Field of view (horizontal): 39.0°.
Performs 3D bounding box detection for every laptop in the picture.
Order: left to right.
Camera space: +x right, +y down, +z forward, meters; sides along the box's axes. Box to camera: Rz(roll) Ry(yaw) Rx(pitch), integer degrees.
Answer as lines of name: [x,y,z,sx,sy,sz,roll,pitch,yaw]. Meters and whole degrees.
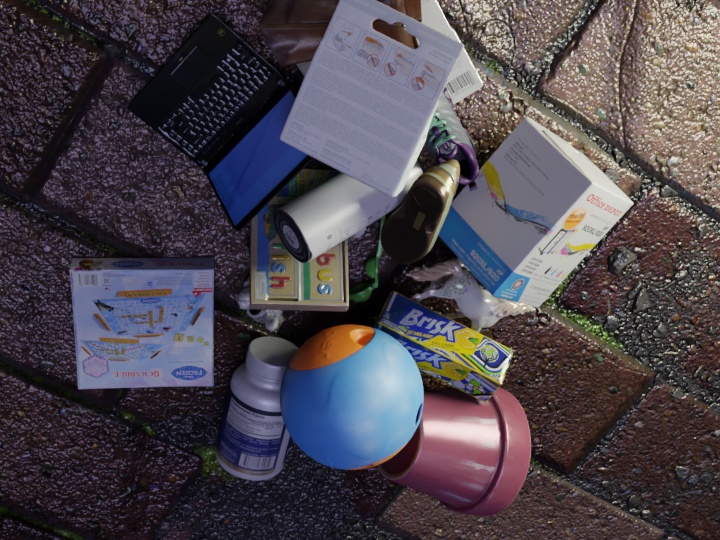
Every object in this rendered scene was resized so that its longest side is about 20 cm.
laptop: [-0.174,-0.186,1.297,0.200,0.103,0.177,39,112,-23]

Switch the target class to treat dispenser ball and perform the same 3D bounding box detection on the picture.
treat dispenser ball: [-0.012,0.176,1.411,0.200,0.201,0.202,-4,119,-7]

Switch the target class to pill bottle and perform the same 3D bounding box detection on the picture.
pill bottle: [-0.147,0.204,1.523,0.111,0.111,0.201,9,116,-14]

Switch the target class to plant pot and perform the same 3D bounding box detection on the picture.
plant pot: [0.125,0.260,1.524,0.179,0.200,0.200,13,116,-32]

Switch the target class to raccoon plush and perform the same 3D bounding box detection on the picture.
raccoon plush: [-0.083,0.010,1.444,0.199,0.097,0.134,-8,127,-5]

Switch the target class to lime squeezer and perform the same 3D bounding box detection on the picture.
lime squeezer: [0.000,0.000,1.485,0.071,0.038,0.200,42,109,7]

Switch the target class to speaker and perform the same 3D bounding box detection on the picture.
speaker: [-0.012,-0.091,1.342,0.200,0.081,0.081,-33,122,-23]

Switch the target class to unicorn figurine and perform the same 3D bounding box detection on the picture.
unicorn figurine: [0.166,0.049,1.504,0.137,0.074,0.200,-28,139,28]

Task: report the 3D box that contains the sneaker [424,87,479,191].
sneaker: [0.098,-0.193,1.309,0.074,0.088,0.200,-36,120,11]

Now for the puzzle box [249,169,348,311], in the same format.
puzzle box: [-0.083,-0.043,1.367,0.132,0.201,0.025,1,159,-11]

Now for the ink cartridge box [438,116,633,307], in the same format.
ink cartridge box: [0.234,-0.076,1.381,0.200,0.145,0.147,-50,148,18]

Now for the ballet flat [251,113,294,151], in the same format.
ballet flat: [-0.064,-0.184,1.316,0.199,0.074,0.074,-15,123,30]

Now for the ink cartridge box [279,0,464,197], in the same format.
ink cartridge box: [0.014,-0.211,1.209,0.160,0.047,0.201,28,108,7]

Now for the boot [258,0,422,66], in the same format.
boot: [-0.022,-0.260,1.247,0.199,0.064,0.187,-4,83,2]

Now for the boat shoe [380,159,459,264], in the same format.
boat shoe: [0.088,-0.077,1.347,0.072,0.076,0.200,40,149,2]

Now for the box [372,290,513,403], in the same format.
box: [0.115,0.111,1.479,0.199,0.064,0.070,26,145,0]

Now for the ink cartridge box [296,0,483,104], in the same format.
ink cartridge box: [0.035,-0.266,1.333,0.200,0.045,0.176,-30,119,7]

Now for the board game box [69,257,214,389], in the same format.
board game box: [-0.311,0.077,1.468,0.199,0.041,0.200,0,118,-9]
